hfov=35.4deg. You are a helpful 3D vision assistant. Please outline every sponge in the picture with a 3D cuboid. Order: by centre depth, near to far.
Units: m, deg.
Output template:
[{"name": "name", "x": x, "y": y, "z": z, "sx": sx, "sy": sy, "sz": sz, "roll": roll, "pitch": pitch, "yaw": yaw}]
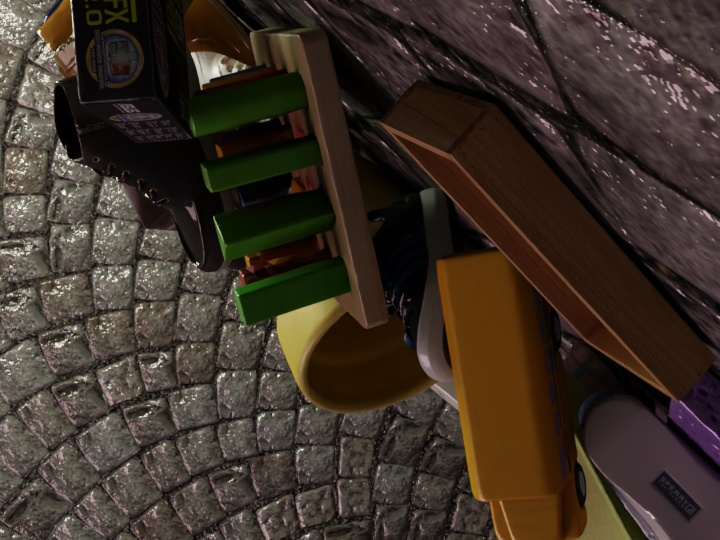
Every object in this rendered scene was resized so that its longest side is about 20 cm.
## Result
[{"name": "sponge", "x": 0.252, "y": 0.125, "z": 0.740, "sx": 0.111, "sy": 0.030, "sz": 0.200, "roll": 43, "pitch": 178, "yaw": 20}]

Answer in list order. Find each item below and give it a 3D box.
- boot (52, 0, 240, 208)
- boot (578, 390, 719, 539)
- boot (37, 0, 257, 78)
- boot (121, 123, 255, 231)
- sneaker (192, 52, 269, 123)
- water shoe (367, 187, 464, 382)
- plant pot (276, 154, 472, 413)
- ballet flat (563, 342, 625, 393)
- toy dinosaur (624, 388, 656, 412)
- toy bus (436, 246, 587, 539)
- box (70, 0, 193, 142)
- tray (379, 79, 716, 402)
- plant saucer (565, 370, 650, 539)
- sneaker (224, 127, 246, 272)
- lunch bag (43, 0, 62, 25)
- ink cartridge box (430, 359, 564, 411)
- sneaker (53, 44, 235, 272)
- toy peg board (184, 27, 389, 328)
[{"name": "boot", "x": -0.134, "y": -0.141, "z": 0.926, "sx": 0.201, "sy": 0.174, "sz": 0.066, "roll": 50, "pitch": -139, "yaw": -17}, {"name": "boot", "x": 0.228, "y": 0.163, "z": 0.781, "sx": 0.201, "sy": 0.073, "sz": 0.090, "roll": 52, "pitch": -173, "yaw": 5}, {"name": "boot", "x": -0.183, "y": -0.193, "z": 0.983, "sx": 0.201, "sy": 0.144, "sz": 0.071, "roll": 43, "pitch": -176, "yaw": 21}, {"name": "boot", "x": -0.127, "y": -0.097, "z": 1.148, "sx": 0.186, "sy": 0.200, "sz": 0.064, "roll": 43, "pitch": 178, "yaw": -29}, {"name": "sneaker", "x": -0.083, "y": -0.165, "z": 1.010, "sx": 0.199, "sy": 0.074, "sz": 0.087, "roll": 40, "pitch": 160, "yaw": 19}, {"name": "water shoe", "x": 0.038, "y": 0.016, "z": 0.837, "sx": 0.201, "sy": 0.078, "sz": 0.072, "roll": -84, "pitch": -23, "yaw": -55}, {"name": "plant pot", "x": 0.000, "y": 0.000, "z": 1.069, "sx": 0.201, "sy": 0.200, "sz": 0.190, "roll": 44, "pitch": -167, "yaw": -53}, {"name": "ballet flat", "x": 0.209, "y": 0.121, "z": 1.010, "sx": 0.068, "sy": 0.067, "sz": 0.200, "roll": 42, "pitch": 179, "yaw": 36}, {"name": "toy dinosaur", "x": 0.285, "y": 0.166, "z": 0.900, "sx": 0.182, "sy": 0.105, "sz": 0.200, "roll": 52, "pitch": 144, "yaw": -5}, {"name": "toy bus", "x": 0.103, "y": 0.085, "z": 0.754, "sx": 0.078, "sy": 0.064, "sz": 0.203, "roll": -16, "pitch": -83, "yaw": -69}, {"name": "box", "x": -0.140, "y": -0.170, "z": 0.699, "sx": 0.200, "sy": 0.044, "sz": 0.163, "roll": 173, "pitch": 92, "yaw": -88}, {"name": "tray", "x": 0.102, "y": -0.017, "z": 0.609, "sx": 0.200, "sy": 0.037, "sz": 0.099, "roll": 45, "pitch": 178, "yaw": -25}, {"name": "plant saucer", "x": 0.180, "y": 0.193, "z": 0.908, "sx": 0.201, "sy": 0.047, "sz": 0.201, "roll": 97, "pitch": 154, "yaw": -52}, {"name": "sneaker", "x": -0.128, "y": -0.074, "z": 1.052, "sx": 0.115, "sy": 0.075, "sz": 0.201, "roll": 18, "pitch": 141, "yaw": 56}, {"name": "lunch bag", "x": -0.221, "y": -0.229, "z": 1.175, "sx": 0.200, "sy": 0.136, "sz": 0.132, "roll": 43, "pitch": 178, "yaw": 25}, {"name": "ink cartridge box", "x": 0.107, "y": 0.073, "z": 1.176, "sx": 0.199, "sy": 0.117, "sz": 0.068, "roll": 37, "pitch": 173, "yaw": 18}, {"name": "sneaker", "x": -0.167, "y": -0.074, "z": 0.867, "sx": 0.074, "sy": 0.106, "sz": 0.202, "roll": 25, "pitch": 136, "yaw": 49}, {"name": "toy peg board", "x": -0.070, "y": -0.066, "z": 0.823, "sx": 0.199, "sy": 0.097, "sz": 0.203, "roll": -142, "pitch": 38, "yaw": -70}]
